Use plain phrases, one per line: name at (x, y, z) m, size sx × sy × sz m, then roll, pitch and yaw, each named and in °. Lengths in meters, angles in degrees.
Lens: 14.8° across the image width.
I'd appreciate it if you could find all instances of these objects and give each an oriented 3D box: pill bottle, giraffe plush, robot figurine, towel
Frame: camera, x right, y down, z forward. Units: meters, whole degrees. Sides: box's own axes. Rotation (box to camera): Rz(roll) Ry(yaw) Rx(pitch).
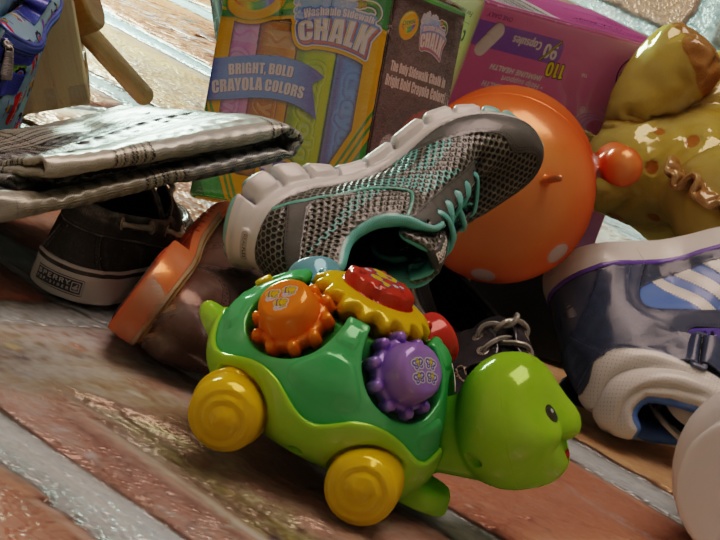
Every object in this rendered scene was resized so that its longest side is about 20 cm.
pill bottle at (0.236, 0.108, 1.521) m, size 0.109 × 0.110 × 0.200 m, roll 25°, pitch 13°, yaw 19°
giraffe plush at (0.235, -0.062, 1.865) m, size 0.199 × 0.174 × 0.162 m, roll -8°, pitch 28°, yaw -36°
robot figurine at (0.085, -0.052, 1.680) m, size 0.143 × 0.117 × 0.200 m, roll 28°, pitch 8°, yaw 1°
towel at (-0.165, -0.068, 1.563) m, size 0.199 × 0.035 × 0.192 m, roll -15°, pitch 16°, yaw -33°

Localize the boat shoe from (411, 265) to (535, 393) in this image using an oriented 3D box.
boat shoe at (0.066, 0.048, 1.608) m, size 0.072 × 0.063 × 0.200 m, roll 13°, pitch 13°, yaw -25°

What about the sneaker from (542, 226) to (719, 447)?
sneaker at (0.215, 0.053, 1.709) m, size 0.199 × 0.081 × 0.147 m, roll -3°, pitch 55°, yaw -26°

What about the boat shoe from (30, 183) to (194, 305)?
boat shoe at (-0.130, -0.027, 1.613) m, size 0.070 × 0.064 × 0.200 m, roll 21°, pitch 12°, yaw 8°

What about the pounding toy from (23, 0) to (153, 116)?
pounding toy at (-0.223, -0.182, 1.896) m, size 0.141 × 0.202 × 0.184 m, roll -10°, pitch 16°, yaw -4°

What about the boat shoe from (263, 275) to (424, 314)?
boat shoe at (0.011, 0.036, 1.548) m, size 0.066 × 0.074 × 0.200 m, roll 9°, pitch 16°, yaw -32°

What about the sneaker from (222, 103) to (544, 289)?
sneaker at (0.027, -0.026, 1.510) m, size 0.199 × 0.078 × 0.091 m, roll -23°, pitch 43°, yaw -27°

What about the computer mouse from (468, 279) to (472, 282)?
computer mouse at (0.000, 0.000, 1.754) m, size 0.139 × 0.046 × 0.200 m, roll 13°, pitch 1°, yaw 5°

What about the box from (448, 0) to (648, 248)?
box at (0.090, -0.092, 1.925) m, size 0.175 × 0.201 × 0.097 m, roll 11°, pitch 16°, yaw -39°

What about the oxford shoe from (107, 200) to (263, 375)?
oxford shoe at (-0.082, 0.017, 1.537) m, size 0.073 × 0.071 × 0.200 m, roll 38°, pitch 19°, yaw -1°

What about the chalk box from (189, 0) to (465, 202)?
chalk box at (-0.017, -0.132, 1.782) m, size 0.123 × 0.202 × 0.124 m, roll 10°, pitch -1°, yaw 24°

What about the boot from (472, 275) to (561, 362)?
boot at (0.170, 0.032, 1.871) m, size 0.199 × 0.070 × 0.174 m, roll 31°, pitch 11°, yaw 15°

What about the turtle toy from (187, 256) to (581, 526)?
turtle toy at (0.011, 0.059, 1.380) m, size 0.199 × 0.102 × 0.146 m, roll 27°, pitch 13°, yaw 3°

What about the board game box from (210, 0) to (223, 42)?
board game box at (-0.037, -0.156, 1.982) m, size 0.134 × 0.202 × 0.028 m, roll -5°, pitch -11°, yaw -23°

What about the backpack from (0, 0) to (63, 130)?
backpack at (-0.253, -0.167, 1.702) m, size 0.134 × 0.201 × 0.183 m, roll 19°, pitch 12°, yaw -5°
